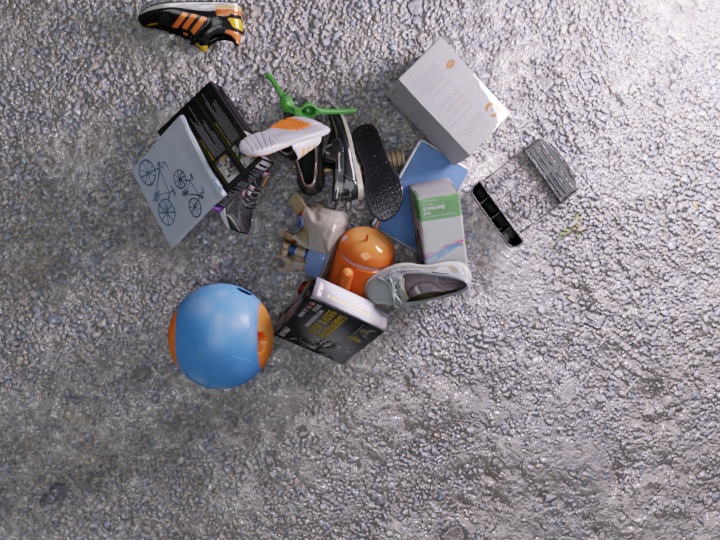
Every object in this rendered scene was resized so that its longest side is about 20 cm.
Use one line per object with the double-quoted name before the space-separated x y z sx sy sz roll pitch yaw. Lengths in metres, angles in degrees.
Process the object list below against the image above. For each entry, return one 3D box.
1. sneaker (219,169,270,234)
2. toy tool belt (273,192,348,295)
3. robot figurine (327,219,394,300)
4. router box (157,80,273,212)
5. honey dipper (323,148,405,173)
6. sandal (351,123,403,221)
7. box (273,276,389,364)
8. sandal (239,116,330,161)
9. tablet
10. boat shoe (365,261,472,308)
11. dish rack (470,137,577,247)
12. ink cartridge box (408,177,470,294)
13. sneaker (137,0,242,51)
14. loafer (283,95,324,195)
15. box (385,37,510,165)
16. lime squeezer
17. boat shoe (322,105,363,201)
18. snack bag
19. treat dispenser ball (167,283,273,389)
"sneaker" -0.218 -0.169 1.664 0.086 0.080 0.201 5 97 27
"toy tool belt" -0.110 -0.042 1.688 0.123 0.125 0.201 25 111 13
"robot figurine" 0.000 -0.001 1.672 0.143 0.117 0.201 -3 125 -30
"router box" -0.277 -0.235 1.634 0.149 0.051 0.200 -39 72 14
"honey dipper" -0.011 -0.208 1.709 0.199 0.038 0.038 -10 96 0
"sandal" 0.033 -0.189 1.675 0.075 0.045 0.201 -15 74 -2
"box" -0.059 0.101 1.651 0.158 0.200 0.048 26 57 -15
"sandal" -0.145 -0.232 1.593 0.079 0.206 0.059 32 131 30
"tablet" 0.121 -0.146 1.720 0.130 0.014 0.201 28 95 -20
"boat shoe" 0.104 0.028 1.580 0.201 0.065 0.075 -6 107 12
"dish rack" 0.333 -0.161 1.722 0.200 0.055 0.154 -37 97 1
"ink cartridge box" 0.152 -0.064 1.660 0.087 0.145 0.201 -11 107 0
"sneaker" -0.325 -0.465 1.649 0.199 0.070 0.091 -5 93 -4
"loafer" -0.107 -0.248 1.672 0.072 0.063 0.201 -12 86 2
"box" 0.168 -0.323 1.663 0.200 0.097 0.124 46 76 -6
"lime squeezer" -0.110 -0.321 1.658 0.199 0.071 0.038 24 129 13
"boat shoe" -0.044 -0.228 1.664 0.067 0.072 0.201 -10 74 -3
"snack bag" -0.346 -0.171 1.626 0.200 0.021 0.189 -38 76 37
"treat dispenser ball" -0.266 0.126 1.646 0.200 0.201 0.202 0 96 -3
